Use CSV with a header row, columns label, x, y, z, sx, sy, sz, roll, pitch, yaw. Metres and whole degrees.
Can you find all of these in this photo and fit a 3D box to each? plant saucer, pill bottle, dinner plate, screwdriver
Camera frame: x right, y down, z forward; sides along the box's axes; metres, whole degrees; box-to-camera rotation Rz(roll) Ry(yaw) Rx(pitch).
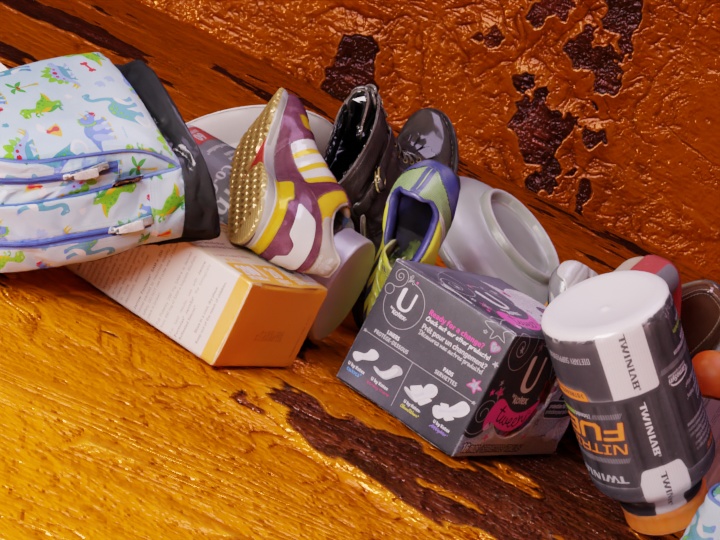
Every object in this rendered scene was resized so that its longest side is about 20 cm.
label,x,y,z,sx,sy,sz,roll,pitch,yaw
plant saucer,0.141,-0.022,1.632,0.200,0.050,0.201,39,28,-26
pill bottle,-0.094,-0.031,1.430,0.199,0.116,0.116,30,11,16
dinner plate,-0.111,-0.088,1.560,0.199,0.200,0.024,16,48,-45
pill bottle,0.219,0.110,1.338,0.106,0.106,0.201,-129,-164,-67
screwdriver,0.000,0.000,1.493,0.029,0.028,0.200,23,-25,18

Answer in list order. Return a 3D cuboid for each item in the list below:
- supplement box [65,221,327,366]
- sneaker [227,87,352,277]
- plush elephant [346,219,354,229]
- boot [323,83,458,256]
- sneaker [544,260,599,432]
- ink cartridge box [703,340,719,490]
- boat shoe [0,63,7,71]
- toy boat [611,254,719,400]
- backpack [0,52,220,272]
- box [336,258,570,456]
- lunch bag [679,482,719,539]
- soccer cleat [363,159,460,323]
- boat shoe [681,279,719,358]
label,x,y,z,sx,sy,sz,roll,pitch,yaw
supplement box,-0.141,-0.005,1.307,0.199,0.074,0.126,31,11,24
sneaker,-0.052,-0.066,1.351,0.090,0.075,0.201,29,34,-18
plush elephant,0.016,-0.050,1.688,0.199,0.156,0.165,27,10,-4
boot,0.026,-0.107,1.515,0.069,0.201,0.175,8,-31,22
sneaker,0.182,0.072,1.548,0.077,0.201,0.078,18,45,27
ink cartridge box,0.356,0.152,1.581,0.084,0.145,0.200,28,10,-7
boat shoe,-0.284,-0.102,1.465,0.201,0.072,0.060,41,54,13
toy boat,0.275,0.092,1.505,0.130,0.202,0.130,11,25,28
backpack,-0.219,-0.075,1.188,0.164,0.199,0.154,57,-18,36
box,0.099,0.074,1.404,0.132,0.115,0.200,32,12,29
lunch bag,0.342,0.233,1.326,0.160,0.083,0.200,30,11,23
soccer cleat,0.032,0.000,1.428,0.064,0.201,0.084,24,31,16
boat shoe,0.279,0.086,1.633,0.076,0.200,0.072,46,32,4
